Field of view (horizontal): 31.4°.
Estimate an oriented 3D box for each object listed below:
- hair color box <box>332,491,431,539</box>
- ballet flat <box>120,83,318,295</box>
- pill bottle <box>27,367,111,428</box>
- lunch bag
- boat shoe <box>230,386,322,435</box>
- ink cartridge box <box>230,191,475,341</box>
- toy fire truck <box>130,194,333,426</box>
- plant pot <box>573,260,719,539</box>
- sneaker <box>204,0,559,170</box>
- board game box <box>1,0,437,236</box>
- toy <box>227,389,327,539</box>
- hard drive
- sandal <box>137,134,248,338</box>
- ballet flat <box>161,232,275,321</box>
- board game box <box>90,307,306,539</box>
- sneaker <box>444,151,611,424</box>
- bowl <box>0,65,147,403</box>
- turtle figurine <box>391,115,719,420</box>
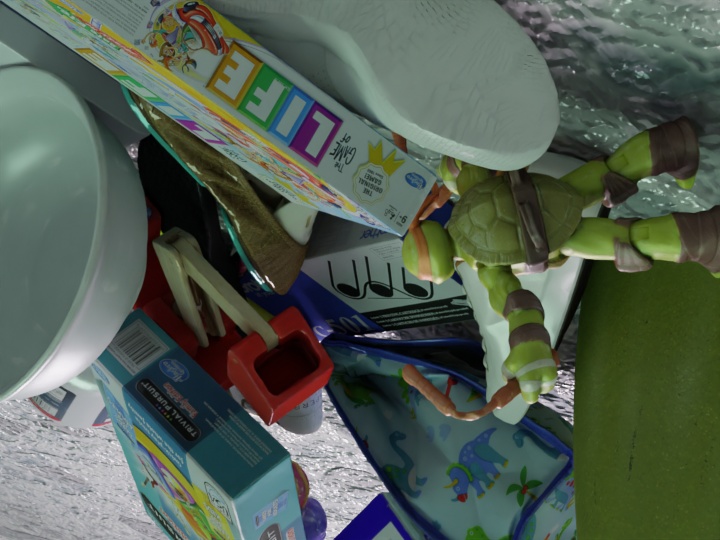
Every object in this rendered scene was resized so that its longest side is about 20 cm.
[{"bbox_3d":[0.072,0.230,0.965,0.110,0.065,0.200,51,-167,27],"label":"hair color box"},{"bbox_3d":[-0.062,-0.062,0.746,0.072,0.068,0.201,-22,132,10],"label":"ballet flat"},{"bbox_3d":[-0.212,0.053,1.041,0.119,0.121,0.200,25,156,-11],"label":"pill bottle"},{"bbox_3d":[0.072,0.120,0.912,0.199,0.128,0.170,34,180,27],"label":"lunch bag"},{"bbox_3d":[-0.084,0.082,0.986,0.200,0.070,0.070,23,128,64],"label":"boat shoe"},{"bbox_3d":[0.000,0.000,0.849,0.094,0.045,0.199,35,153,-29],"label":"ink cartridge box"},{"bbox_3d":[-0.105,0.018,0.800,0.200,0.049,0.141,50,155,12],"label":"toy fire truck"},{"bbox_3d":[0.195,0.110,0.733,0.185,0.202,0.188,17,157,8],"label":"plant pot"},{"bbox_3d":[0.001,-0.102,0.611,0.198,0.076,0.089,29,162,6],"label":"sneaker"},{"bbox_3d":[-0.073,-0.090,0.608,0.199,0.034,0.134,34,175,-27],"label":"board game box"},{"bbox_3d":[-0.064,0.151,0.923,0.201,0.047,0.115,58,173,-14],"label":"toy"},{"bbox_3d":[-0.230,-0.107,0.830,0.131,0.026,0.199,33,153,-27],"label":"hard drive"},{"bbox_3d":[-0.098,-0.023,0.850,0.075,0.045,0.201,34,149,39],"label":"sandal"},{"bbox_3d":[-0.144,-0.003,0.932,0.198,0.068,0.067,24,158,-7],"label":"ballet flat"},{"bbox_3d":[-0.098,0.141,0.827,0.151,0.047,0.201,39,152,32],"label":"board game box"},{"bbox_3d":[0.087,0.006,0.743,0.084,0.073,0.201,22,136,13],"label":"sneaker"},{"bbox_3d":[-0.190,-0.010,0.758,0.199,0.204,0.090,1,168,37],"label":"bowl"},{"bbox_3d":[0.084,-0.029,0.612,0.159,0.201,0.065,-13,135,2],"label":"turtle figurine"}]
